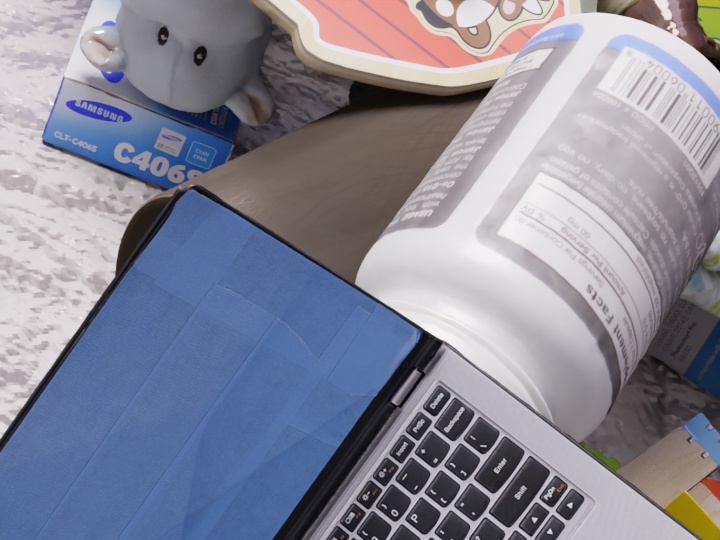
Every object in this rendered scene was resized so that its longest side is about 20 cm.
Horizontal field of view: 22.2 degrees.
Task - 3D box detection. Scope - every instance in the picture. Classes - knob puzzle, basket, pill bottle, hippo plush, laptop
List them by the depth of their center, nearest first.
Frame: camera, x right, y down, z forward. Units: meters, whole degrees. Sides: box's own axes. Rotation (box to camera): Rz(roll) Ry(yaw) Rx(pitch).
[{"bbox_3d":[-0.017,0.111,0.590,0.200,0.188,0.116,37,5,14],"label":"laptop"},{"bbox_3d":[0.068,0.000,0.736,0.113,0.114,0.200,33,59,8],"label":"pill bottle"},{"bbox_3d":[0.000,0.000,0.835,0.199,0.136,0.182,-15,87,-41],"label":"basket"},{"bbox_3d":[0.026,-0.167,0.851,0.218,0.030,0.221,11,63,-22],"label":"knob puzzle"},{"bbox_3d":[-0.090,-0.165,0.924,0.158,0.200,0.161,24,56,1],"label":"hippo plush"}]

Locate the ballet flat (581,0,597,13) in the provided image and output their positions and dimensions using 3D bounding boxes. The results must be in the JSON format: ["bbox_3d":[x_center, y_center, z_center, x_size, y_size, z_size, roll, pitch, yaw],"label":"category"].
[{"bbox_3d":[0.146,-0.134,1.199,0.063,0.068,0.201,-3,42,22],"label":"ballet flat"}]

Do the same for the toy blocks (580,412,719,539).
[{"bbox_3d":[0.164,0.147,0.802,0.200,0.100,0.136,50,28,13],"label":"toy blocks"}]

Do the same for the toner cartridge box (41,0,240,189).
[{"bbox_3d":[-0.107,-0.121,1.009,0.094,0.043,0.201,20,33,-10],"label":"toner cartridge box"}]

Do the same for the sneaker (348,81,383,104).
[{"bbox_3d":[0.052,-0.108,1.109,0.089,0.077,0.200,56,28,-14],"label":"sneaker"}]

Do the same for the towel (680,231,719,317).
[{"bbox_3d":[0.180,-0.035,0.926,0.199,0.048,0.172,23,28,-39],"label":"towel"}]

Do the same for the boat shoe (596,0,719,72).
[{"bbox_3d":[0.177,-0.109,1.051,0.200,0.072,0.072,63,3,-72],"label":"boat shoe"}]

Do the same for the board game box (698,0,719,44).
[{"bbox_3d":[0.287,-0.138,1.264,0.199,0.102,0.048,24,24,-6],"label":"board game box"}]

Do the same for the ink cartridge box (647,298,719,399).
[{"bbox_3d":[0.162,-0.020,1.044,0.199,0.067,0.116,34,32,10],"label":"ink cartridge box"}]
